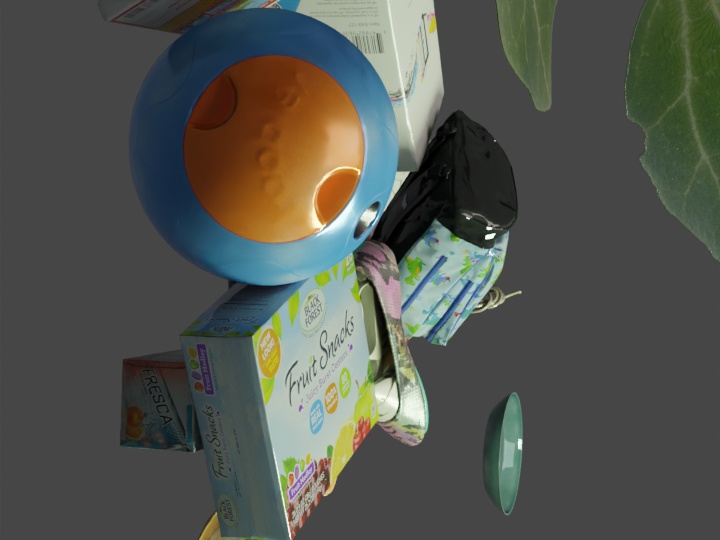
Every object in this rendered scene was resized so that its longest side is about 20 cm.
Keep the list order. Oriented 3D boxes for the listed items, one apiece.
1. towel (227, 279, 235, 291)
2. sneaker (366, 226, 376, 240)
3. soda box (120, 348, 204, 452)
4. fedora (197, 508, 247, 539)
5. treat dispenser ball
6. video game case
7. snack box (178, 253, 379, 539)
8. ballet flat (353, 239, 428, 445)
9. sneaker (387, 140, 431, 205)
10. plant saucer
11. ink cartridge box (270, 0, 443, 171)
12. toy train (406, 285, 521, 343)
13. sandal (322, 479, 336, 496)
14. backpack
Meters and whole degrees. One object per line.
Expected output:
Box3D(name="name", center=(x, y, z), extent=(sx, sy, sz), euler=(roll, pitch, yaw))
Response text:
Box3D(name="towel", center=(-0.057, 0.064, 1.375), extent=(0.165, 0.084, 0.203), euler=(-2, 93, -70))
Box3D(name="sneaker", center=(0.000, 0.000, 1.584), extent=(0.105, 0.074, 0.202), euler=(-64, 148, -43))
Box3D(name="soda box", center=(-0.122, 0.098, 1.204), extent=(0.200, 0.063, 0.069), euler=(-4, 96, -73))
Box3D(name="fedora", center=(-0.091, 0.296, 1.298), extent=(0.200, 0.081, 0.204), euler=(2, 90, -74))
Box3D(name="treat dispenser ball", center=(-0.071, -0.090, 1.112), extent=(0.201, 0.198, 0.204), euler=(2, 90, -73))
Box3D(name="video game case", center=(-0.096, -0.220, 1.132), extent=(0.018, 0.142, 0.200), euler=(63, 17, 4))
Box3D(name="snack box", center=(-0.057, 0.085, 1.174), extent=(0.200, 0.067, 0.171), euler=(-48, 133, -61))
Box3D(name="ballet flat", center=(0.012, 0.074, 1.365), extent=(0.071, 0.068, 0.203), euler=(-29, 116, -47))
Box3D(name="sneaker", center=(0.037, -0.109, 1.656), extent=(0.201, 0.098, 0.078), euler=(76, 23, -43))
Box3D(name="plant saucer", center=(0.233, 0.301, 2.494), extent=(0.200, 0.035, 0.203), euler=(2, 90, -73))
Box3D(name="ink cartridge box", center=(-0.014, -0.211, 1.386), extent=(0.145, 0.145, 0.202), euler=(-68, 155, -49))
Box3D(name="toy train", center=(0.083, 0.002, 1.703), extent=(0.085, 0.198, 0.117), euler=(27, -47, 65))
Box3D(name="sandal", center=(-0.030, 0.145, 1.530), extent=(0.080, 0.058, 0.208), euler=(-68, 154, -47))
Box3D(name="backpack", center=(0.071, -0.022, 1.448), extent=(0.153, 0.200, 0.164), euler=(35, 32, -22))
